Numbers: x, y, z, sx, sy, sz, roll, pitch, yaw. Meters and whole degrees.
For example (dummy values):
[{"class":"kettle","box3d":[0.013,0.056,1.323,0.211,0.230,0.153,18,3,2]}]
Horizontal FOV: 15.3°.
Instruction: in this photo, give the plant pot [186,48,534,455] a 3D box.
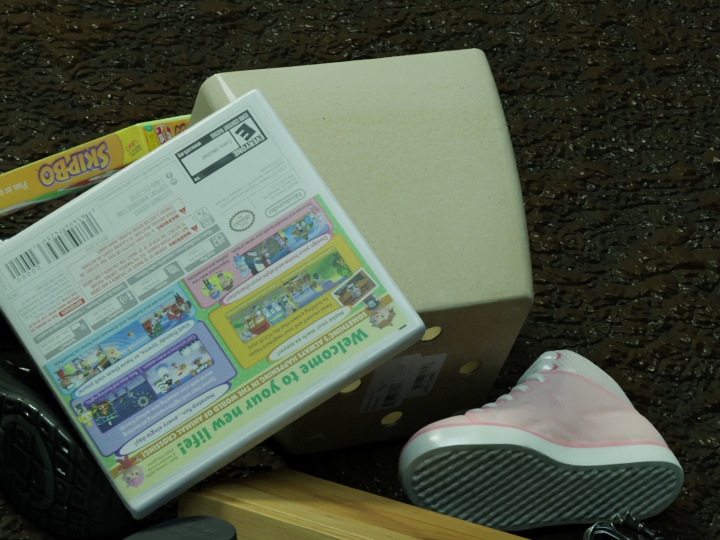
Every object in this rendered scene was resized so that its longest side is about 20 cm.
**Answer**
[{"class":"plant pot","box3d":[0.000,0.000,1.677,0.200,0.200,0.177,-8,54,-27]}]

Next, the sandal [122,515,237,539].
[{"class":"sandal","box3d":[-0.151,0.168,1.441,0.076,0.043,0.200,8,24,39]}]

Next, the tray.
[{"class":"tray","box3d":[0.003,0.155,1.513,0.200,0.037,0.099,14,12,35]}]

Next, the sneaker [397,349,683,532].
[{"class":"sneaker","box3d":[0.097,0.102,1.656,0.200,0.075,0.105,5,39,-31]}]

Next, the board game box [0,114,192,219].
[{"class":"board game box","box3d":[-0.203,-0.056,1.696,0.200,0.030,0.096,-16,1,21]}]

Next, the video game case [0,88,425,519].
[{"class":"video game case","box3d":[-0.094,0.017,1.547,0.200,0.022,0.182,-32,73,-9]}]

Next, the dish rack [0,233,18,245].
[{"class":"dish rack","box3d":[-0.218,-0.002,1.658,0.200,0.044,0.172,-7,4,-25]}]

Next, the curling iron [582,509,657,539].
[{"class":"curling iron","box3d":[0.085,0.167,1.609,0.200,0.026,0.050,3,75,-8]}]

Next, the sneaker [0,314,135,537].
[{"class":"sneaker","box3d":[-0.191,0.081,1.595,0.200,0.076,0.091,40,39,27]}]
